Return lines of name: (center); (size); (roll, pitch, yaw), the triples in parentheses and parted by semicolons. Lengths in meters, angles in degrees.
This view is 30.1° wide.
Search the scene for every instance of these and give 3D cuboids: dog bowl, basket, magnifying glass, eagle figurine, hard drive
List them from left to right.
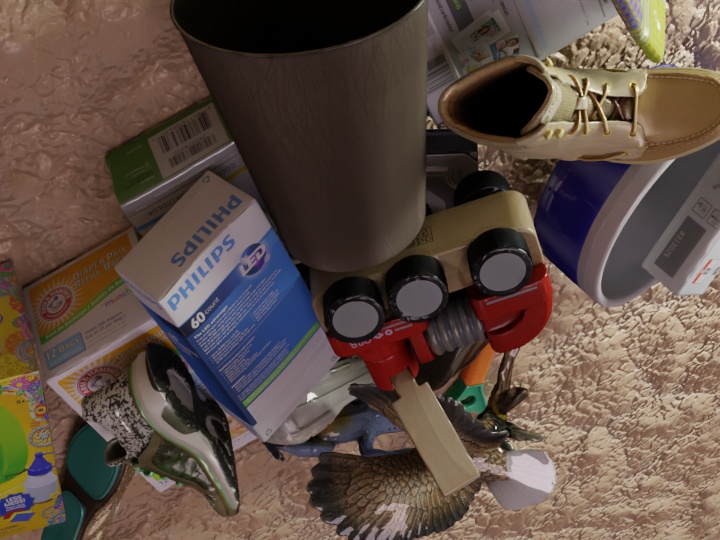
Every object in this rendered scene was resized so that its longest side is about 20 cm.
basket: (-0.022, -0.109, 0.935); (0.178, 0.137, 0.202); (4, 136, 20)
hard drive: (0.031, -0.034, 1.120); (0.137, 0.038, 0.202); (-1, 137, 3)
eagle figurine: (0.064, 0.155, 1.178); (0.150, 0.154, 0.199); (-13, 180, 41)
magnifying glass: (0.111, 0.127, 1.382); (0.078, 0.023, 0.202); (-7, 135, -22)
dog bowl: (0.241, -0.071, 1.144); (0.199, 0.079, 0.201); (-36, 151, -23)

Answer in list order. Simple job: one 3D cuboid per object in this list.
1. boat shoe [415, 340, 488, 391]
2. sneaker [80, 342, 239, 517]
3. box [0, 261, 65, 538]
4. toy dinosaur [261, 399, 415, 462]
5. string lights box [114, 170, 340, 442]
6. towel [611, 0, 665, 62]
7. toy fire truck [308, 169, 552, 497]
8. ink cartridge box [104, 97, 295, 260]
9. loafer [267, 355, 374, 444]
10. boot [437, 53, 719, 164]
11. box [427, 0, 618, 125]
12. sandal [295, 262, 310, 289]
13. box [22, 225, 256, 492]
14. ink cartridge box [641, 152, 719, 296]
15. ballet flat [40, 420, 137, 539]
boat shoe: (0.107, 0.027, 1.243); (0.071, 0.076, 0.201); (-14, 149, -54)
sneaker: (-0.156, 0.135, 1.060); (0.087, 0.078, 0.201); (-18, 136, 8)
box: (-0.348, 0.120, 1.049); (0.197, 0.123, 0.194); (-13, 137, -16)
toy dinosaur: (-0.018, 0.134, 1.308); (0.198, 0.107, 0.180); (-7, 170, 38)
string lights box: (-0.092, 0.032, 1.015); (0.103, 0.059, 0.201); (-47, 141, -16)
towel: (0.194, -0.257, 0.942); (0.022, 0.145, 0.200); (5, 155, 30)
toy fire truck: (0.070, 0.055, 1.034); (0.174, 0.130, 0.201); (-18, 130, 7)
ink cartridge box: (-0.108, -0.036, 1.060); (0.103, 0.060, 0.201); (-28, 140, 2)
loafer: (-0.024, 0.082, 1.181); (0.200, 0.069, 0.071); (-36, 118, -51)
boot: (0.169, -0.120, 0.984); (0.197, 0.074, 0.155); (1, 180, 24)
box: (0.111, -0.217, 1.001); (0.198, 0.041, 0.156); (-30, 141, 5)
sandal: (-0.001, 0.000, 1.103); (0.197, 0.043, 0.077); (-13, 125, 21)
box: (-0.177, 0.077, 1.110); (0.111, 0.102, 0.201); (-28, 140, 2)
ink cartridge box: (0.342, -0.052, 1.180); (0.199, 0.050, 0.163); (4, 124, -54)
ballet flat: (-0.242, 0.195, 1.243); (0.065, 0.071, 0.201); (-22, 152, -49)
